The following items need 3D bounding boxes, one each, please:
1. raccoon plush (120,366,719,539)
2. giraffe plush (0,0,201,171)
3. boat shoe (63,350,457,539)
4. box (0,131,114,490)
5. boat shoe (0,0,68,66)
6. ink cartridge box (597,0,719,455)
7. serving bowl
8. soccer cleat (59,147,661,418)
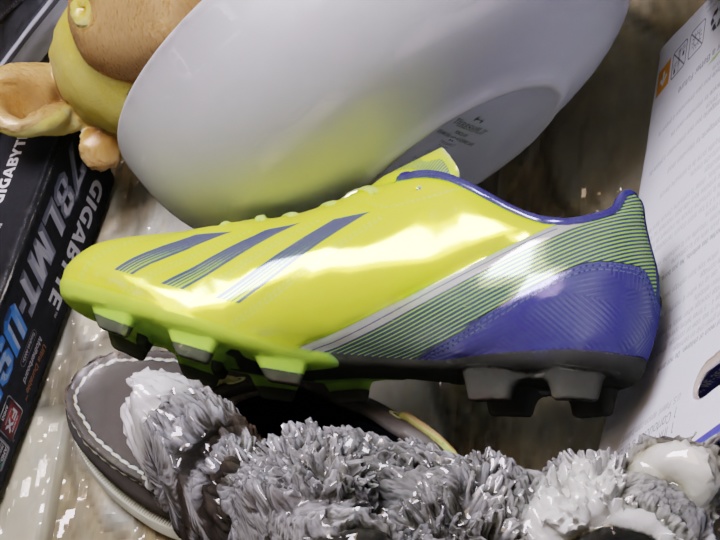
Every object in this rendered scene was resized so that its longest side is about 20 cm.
[{"bbox_3d":[0.024,0.063,0.817,0.134,0.097,0.200,-19,48,-21],"label":"raccoon plush"},{"bbox_3d":[-0.078,-0.124,1.023,0.172,0.200,0.163,1,71,20],"label":"giraffe plush"},{"bbox_3d":[-0.031,0.063,0.929,0.201,0.061,0.072,18,67,35],"label":"boat shoe"},{"bbox_3d":[-0.218,0.030,1.055,0.198,0.050,0.201,0,57,27],"label":"box"},{"bbox_3d":[-0.159,-0.121,1.088,0.070,0.066,0.200,-1,37,23],"label":"boat shoe"},{"bbox_3d":[0.142,-0.030,0.842,0.198,0.047,0.201,134,151,-56],"label":"ink cartridge box"},{"bbox_3d":[0.017,-0.065,0.926,0.200,0.200,0.066,-32,74,3],"label":"serving bowl"},{"bbox_3d":[0.001,0.000,0.878,0.199,0.065,0.084,5,79,13],"label":"soccer cleat"}]
